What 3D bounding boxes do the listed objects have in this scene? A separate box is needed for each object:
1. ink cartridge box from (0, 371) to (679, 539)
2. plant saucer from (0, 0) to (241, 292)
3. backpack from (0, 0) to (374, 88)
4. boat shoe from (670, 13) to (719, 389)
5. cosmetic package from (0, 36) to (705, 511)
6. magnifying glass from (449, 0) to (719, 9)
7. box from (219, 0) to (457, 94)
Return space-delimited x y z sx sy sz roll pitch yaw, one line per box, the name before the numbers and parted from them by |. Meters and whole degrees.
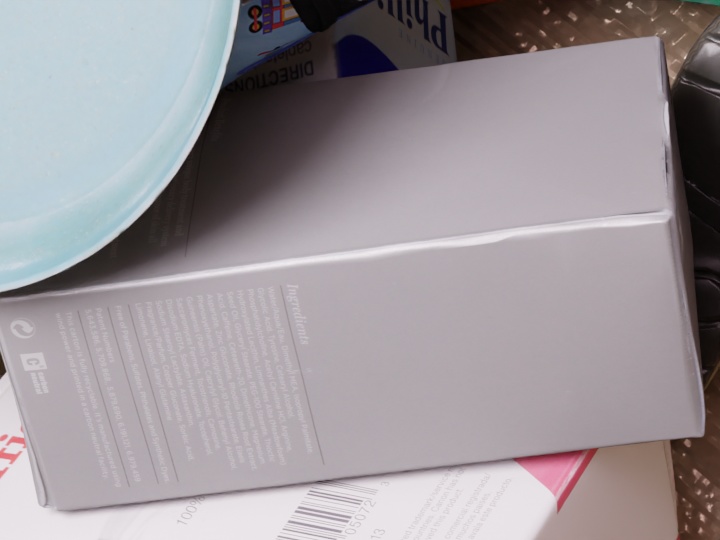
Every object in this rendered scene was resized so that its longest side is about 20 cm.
ink cartridge box | -0.022 0.081 0.901 0.200 0.083 0.147 8 40 28
plant saucer | -0.116 -0.093 0.794 0.200 0.027 0.200 5 102 24
backpack | -0.067 -0.144 0.854 0.200 0.135 0.183 -31 72 0
boat shoe | 0.104 -0.008 0.948 0.076 0.074 0.200 42 108 6
cosmetic package | 0.000 0.000 0.862 0.200 0.090 0.107 -4 33 9
magnifying glass | 0.093 -0.110 0.993 0.200 0.022 0.080 -6 38 19
box | -0.076 -0.115 0.993 0.184 0.105 0.200 -14 71 22
